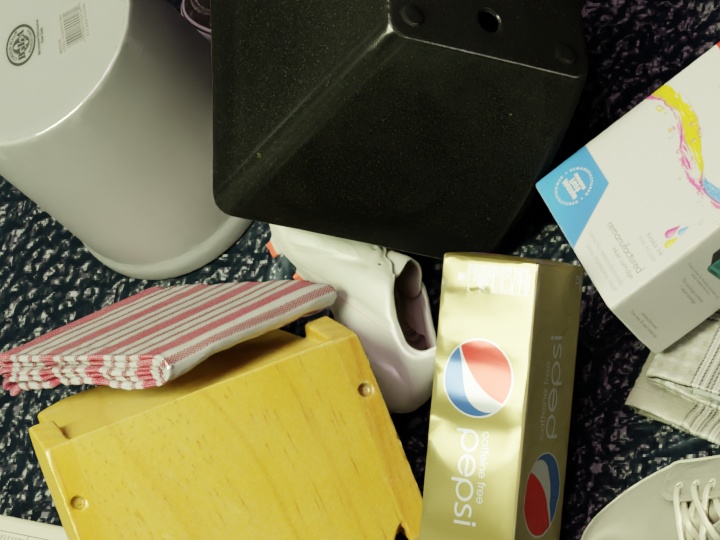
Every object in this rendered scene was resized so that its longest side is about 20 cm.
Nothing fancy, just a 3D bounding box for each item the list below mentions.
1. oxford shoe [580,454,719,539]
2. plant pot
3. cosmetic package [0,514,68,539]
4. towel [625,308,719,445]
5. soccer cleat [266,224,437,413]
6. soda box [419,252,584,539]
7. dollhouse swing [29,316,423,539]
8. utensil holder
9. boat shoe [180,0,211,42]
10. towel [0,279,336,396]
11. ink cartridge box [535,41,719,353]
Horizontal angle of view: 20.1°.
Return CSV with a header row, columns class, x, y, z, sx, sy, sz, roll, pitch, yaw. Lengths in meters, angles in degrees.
class,x,y,z,sx,sy,sz,roll,pitch,yaw
oxford shoe,0.203,0.135,1.140,0.199,0.058,0.076,-23,72,31
plant pot,0.031,-0.145,1.247,0.177,0.198,0.201,-44,42,52
cosmetic package,-0.187,0.222,1.306,0.198,0.073,0.104,7,70,29
towel,0.272,0.026,1.183,0.191,0.035,0.201,21,78,33
soccer cleat,0.000,0.000,1.313,0.078,0.069,0.201,-44,60,27
soda box,0.082,0.092,1.191,0.063,0.068,0.202,6,92,30
dollhouse swing,-0.091,0.131,1.265,0.198,0.176,0.183,-20,83,-15
utensil holder,-0.174,-0.110,1.379,0.168,0.200,0.172,-12,62,23
boat shoe,-0.047,-0.202,1.438,0.198,0.064,0.071,-2,66,27
towel,-0.125,0.043,1.300,0.199,0.146,0.030,-3,108,48
ink cartridge box,0.217,-0.060,1.204,0.199,0.067,0.117,-38,46,11
